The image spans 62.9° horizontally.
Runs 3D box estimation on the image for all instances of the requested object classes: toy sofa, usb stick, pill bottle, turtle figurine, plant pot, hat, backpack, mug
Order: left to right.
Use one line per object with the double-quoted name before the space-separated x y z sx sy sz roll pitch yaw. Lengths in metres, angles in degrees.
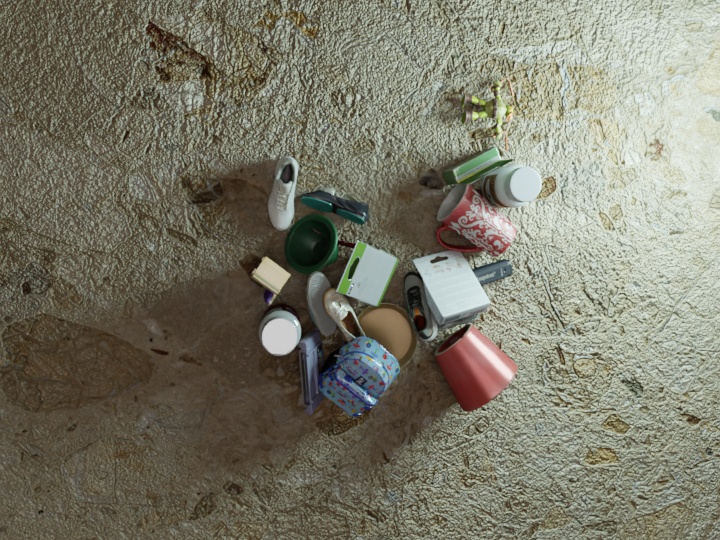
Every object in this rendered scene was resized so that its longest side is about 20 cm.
"toy sofa" -0.250 0.024 1.559 0.082 0.200 0.098 37 85 -10
"pill bottle" -0.215 0.157 1.575 0.111 0.200 0.117 -1 96 -7
"hat" -0.089 -0.048 1.662 0.197 0.175 0.169 22 86 32
"backpack" 0.002 0.284 1.609 0.182 0.135 0.199 42 134 -10
"plant pot" 0.067 0.192 1.695 0.195 0.028 0.205 0 98 -1
"plant pot" 0.315 0.265 1.673 0.199 0.200 0.178 -39 89 -2
"mug" 0.322 -0.131 1.676 0.198 0.177 0.135 34 54 -13
"usb stick" 0.349 0.017 1.721 0.196 0.033 0.057 -17 97 -6
"turtle figurine" 0.367 -0.444 1.662 0.157 0.064 0.205 -1 96 -7
"pill bottle" 0.416 -0.232 1.621 0.111 0.200 0.117 -1 96 -7

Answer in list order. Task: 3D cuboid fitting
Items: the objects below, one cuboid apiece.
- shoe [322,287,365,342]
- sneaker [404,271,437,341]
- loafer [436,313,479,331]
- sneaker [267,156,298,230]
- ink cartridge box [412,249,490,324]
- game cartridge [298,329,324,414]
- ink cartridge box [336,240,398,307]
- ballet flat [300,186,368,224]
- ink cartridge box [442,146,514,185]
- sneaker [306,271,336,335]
"shoe" -0.039 0.126 1.604 0.070 0.053 0.202 -45 128 -23
"sneaker" 0.165 0.096 1.651 0.073 0.079 0.204 -22 67 21
"loafer" 0.245 0.139 1.700 0.195 0.070 0.077 -6 79 11
"sneaker" -0.211 -0.209 1.590 0.076 0.099 0.205 4 95 -8
"ink cartridge box" 0.250 0.042 1.658 0.157 0.048 0.202 -14 57 -20
"game cartridge" -0.132 0.278 1.632 0.037 0.129 0.205 -1 101 18
"ink cartridge box" 0.000 0.000 1.594 0.199 0.075 0.150 23 92 -51
"ballet flat" -0.067 -0.189 1.634 0.196 0.073 0.075 19 93 -3
"ink cartridge box" 0.318 -0.285 1.602 0.143 0.200 0.049 -28 99 -4
"sneaker" -0.121 0.083 1.615 0.073 0.082 0.204 -23 125 -25
